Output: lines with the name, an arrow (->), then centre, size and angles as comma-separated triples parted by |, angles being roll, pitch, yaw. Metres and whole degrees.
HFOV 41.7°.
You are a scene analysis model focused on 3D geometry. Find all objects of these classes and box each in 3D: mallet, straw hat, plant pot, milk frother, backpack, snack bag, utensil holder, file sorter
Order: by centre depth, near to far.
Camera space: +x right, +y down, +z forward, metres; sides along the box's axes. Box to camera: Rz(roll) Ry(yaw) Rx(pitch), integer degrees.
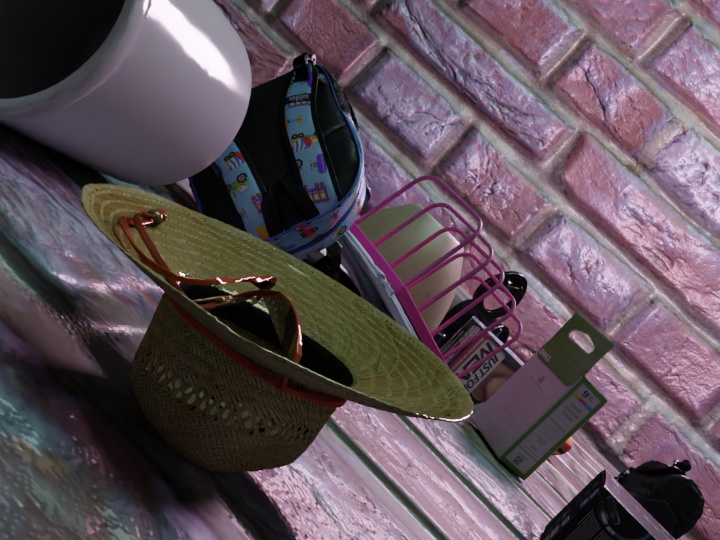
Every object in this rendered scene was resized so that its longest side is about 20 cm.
straw hat -> -0.055, 0.045, 0.437 | 0.201, 0.085, 0.201 | 30, 8, -5
utensil holder -> -0.184, -0.159, 0.658 | 0.170, 0.170, 0.200 | 45, 3, 16
backpack -> -0.074, -0.088, 0.929 | 0.135, 0.183, 0.200 | 64, 1, -51
mallet -> -0.036, -0.008, 1.028 | 0.066, 0.041, 0.200 | 47, -11, 16
snack bag -> 0.000, 0.000, 1.054 | 0.200, 0.021, 0.189 | 53, -5, 38
file sorter -> 0.092, 0.011, 1.102 | 0.139, 0.125, 0.200 | 52, -5, 45
plant pot -> 0.068, -0.017, 1.353 | 0.200, 0.134, 0.200 | 43, 5, -5
backpack -> 0.486, 0.394, 1.591 | 0.127, 0.167, 0.200 | 64, 4, 7
milk frother -> 0.167, 0.043, 1.607 | 0.188, 0.200, 0.180 | 46, 9, 28

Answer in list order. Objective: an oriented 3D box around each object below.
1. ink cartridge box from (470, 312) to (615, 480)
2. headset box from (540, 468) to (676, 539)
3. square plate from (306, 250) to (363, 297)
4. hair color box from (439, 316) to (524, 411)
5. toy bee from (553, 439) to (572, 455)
ink cartridge box -> 0.243, 0.159, 1.202 | 0.059, 0.200, 0.104 | 42, 6, -24
headset box -> 0.272, 0.298, 0.893 | 0.200, 0.093, 0.174 | 46, 6, 15
square plate -> -0.032, -0.004, 1.368 | 0.198, 0.028, 0.200 | 43, 5, -18
hair color box -> 0.200, 0.169, 1.358 | 0.200, 0.100, 0.061 | 44, 5, 7
toy bee -> 0.330, 0.266, 1.725 | 0.131, 0.109, 0.200 | 51, 29, -7
